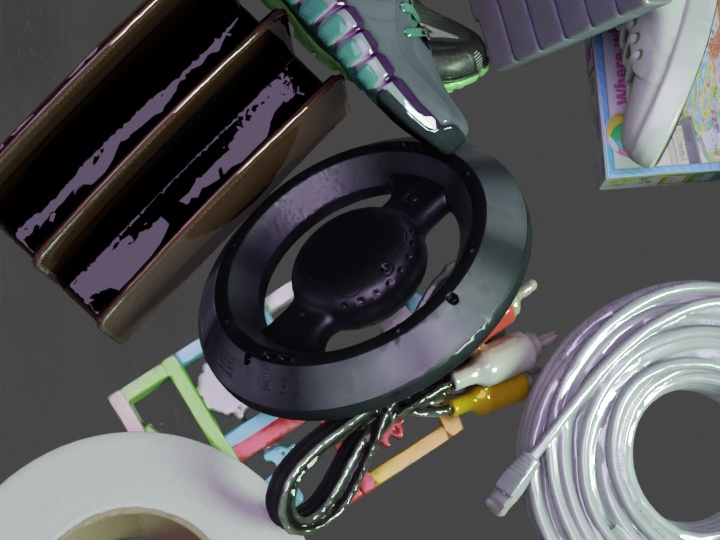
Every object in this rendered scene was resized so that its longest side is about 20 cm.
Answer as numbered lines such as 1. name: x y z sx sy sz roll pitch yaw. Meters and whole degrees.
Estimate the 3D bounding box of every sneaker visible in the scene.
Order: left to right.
1. sneaker: -0.008 -0.175 0.928 0.200 0.084 0.077 36 41 4
2. sneaker: 0.006 -0.159 0.867 0.087 0.074 0.200 -42 91 4
3. sneaker: 0.162 -0.154 0.906 0.084 0.073 0.201 15 70 6

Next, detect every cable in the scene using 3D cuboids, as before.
1. cable: 0.030 0.068 0.869 0.200 0.098 0.050 -35 38 -32
2. cable: 0.188 0.108 0.892 0.199 0.069 0.201 30 81 -1

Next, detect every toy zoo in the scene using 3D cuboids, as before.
1. toy zoo: -0.031 0.076 0.928 0.199 0.020 0.132 -32 83 -4

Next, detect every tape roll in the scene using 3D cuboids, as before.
1. tape roll: -0.123 0.183 0.845 0.202 0.037 0.204 3 58 -4

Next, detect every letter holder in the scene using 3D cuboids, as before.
1. letter holder: -0.111 -0.071 0.891 0.101 0.142 0.200 43 84 7

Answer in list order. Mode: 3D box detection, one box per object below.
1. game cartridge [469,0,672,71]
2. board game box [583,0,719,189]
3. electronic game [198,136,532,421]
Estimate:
1. game cartridge: 0.095 -0.225 0.885 0.038 0.129 0.201 -16 89 -35
2. board game box: 0.203 -0.154 0.954 0.134 0.034 0.201 -3 81 0
3. electronic game: 0.000 0.000 0.879 0.199 0.042 0.201 -16 43 16
